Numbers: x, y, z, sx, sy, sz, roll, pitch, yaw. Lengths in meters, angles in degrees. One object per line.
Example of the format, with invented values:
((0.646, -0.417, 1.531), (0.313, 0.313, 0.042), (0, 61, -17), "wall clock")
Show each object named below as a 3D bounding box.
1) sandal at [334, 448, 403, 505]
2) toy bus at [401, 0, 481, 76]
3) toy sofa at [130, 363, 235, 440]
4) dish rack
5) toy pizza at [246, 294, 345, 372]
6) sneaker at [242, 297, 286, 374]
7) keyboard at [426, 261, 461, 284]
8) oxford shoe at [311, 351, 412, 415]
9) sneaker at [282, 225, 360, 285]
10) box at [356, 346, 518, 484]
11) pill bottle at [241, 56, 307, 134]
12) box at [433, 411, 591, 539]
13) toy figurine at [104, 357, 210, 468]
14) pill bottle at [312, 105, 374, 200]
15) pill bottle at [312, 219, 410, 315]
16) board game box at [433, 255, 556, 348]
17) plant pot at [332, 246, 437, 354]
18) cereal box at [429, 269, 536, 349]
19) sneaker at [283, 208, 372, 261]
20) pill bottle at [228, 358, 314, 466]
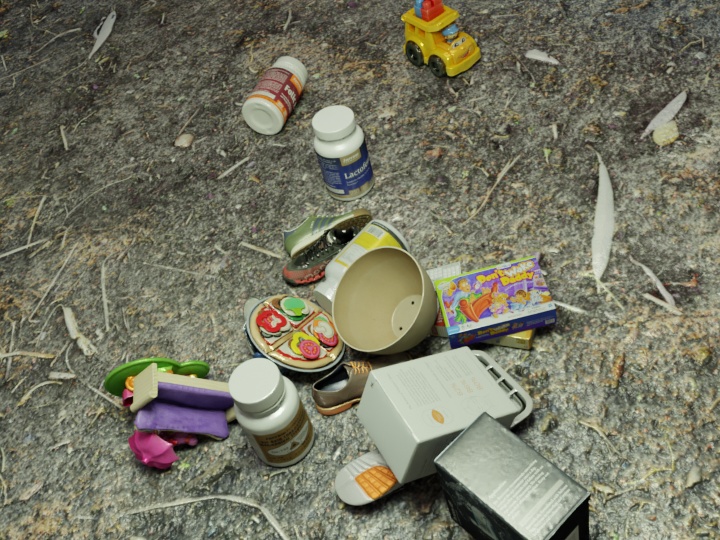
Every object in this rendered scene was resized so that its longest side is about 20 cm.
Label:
((0.057, 0.333, 1.374), (0.206, 0.059, 0.079), (-31, 53, -2), "sandal")
((0.203, -0.623, 2.106), (0.136, 0.192, 0.200), (-36, 51, -19), "toy bus")
((-0.302, 0.237, 1.462), (0.083, 0.200, 0.098), (-35, 51, 41), "toy sofa")
((0.182, 0.247, 1.432), (0.200, 0.044, 0.172), (-32, 50, -14), "dish rack")
((-0.120, 0.113, 1.574), (0.200, 0.032, 0.201), (16, 37, -13), "toy pizza")
((-0.195, 0.116, 1.615), (0.077, 0.085, 0.200), (-27, 47, 0), "sneaker")
((0.107, 0.030, 1.637), (0.199, 0.011, 0.056), (-16, 42, 20), "keyboard")
((0.005, 0.196, 1.503), (0.200, 0.073, 0.071), (-27, 47, -10), "oxford shoe")
((-0.076, -0.037, 1.719), (0.200, 0.098, 0.071), (-21, 49, -3), "sneaker")
((0.121, 0.228, 1.314), (0.199, 0.107, 0.152), (-10, 45, -30), "box")
((-0.216, -0.456, 2.119), (0.114, 0.114, 0.200), (8, 52, 21), "pill bottle")
((0.229, 0.351, 1.222), (0.117, 0.197, 0.200), (-39, 51, -19), "box")
((-0.362, 0.275, 1.521), (0.199, 0.150, 0.185), (-5, 57, -23), "toy figurine")
((-0.041, -0.264, 1.841), (0.115, 0.200, 0.116), (-8, 48, 9), "pill bottle")
((0.000, 0.000, 1.641), (0.112, 0.112, 0.200), (31, 67, 34), "pill bottle")
((0.249, 0.058, 1.527), (0.199, 0.045, 0.135), (-15, 48, 3), "board game box")
((0.066, 0.071, 1.527), (0.200, 0.134, 0.201), (-16, 62, 32), "plant pot")
((0.243, 0.072, 1.574), (0.199, 0.040, 0.144), (7, 51, 20), "cereal box")
((-0.080, -0.098, 1.792), (0.200, 0.067, 0.090), (-29, 53, -8), "sneaker")
((-0.156, 0.244, 1.416), (0.114, 0.200, 0.115), (-8, 48, 8), "pill bottle")
